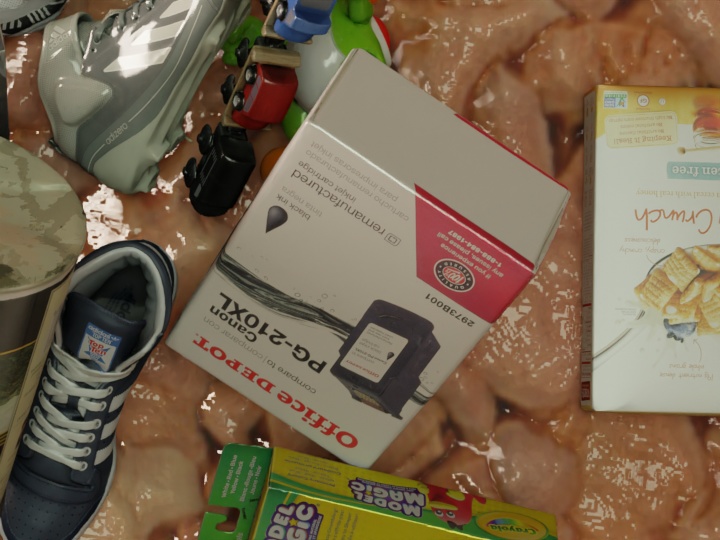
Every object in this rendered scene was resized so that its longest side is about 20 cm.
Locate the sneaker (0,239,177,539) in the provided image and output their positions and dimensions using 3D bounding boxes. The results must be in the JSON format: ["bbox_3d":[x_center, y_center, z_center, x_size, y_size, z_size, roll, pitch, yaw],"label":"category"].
[{"bbox_3d":[-0.161,0.072,1.055,0.070,0.108,0.201,22,84,-4],"label":"sneaker"}]

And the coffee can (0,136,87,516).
[{"bbox_3d":[-0.241,0.040,0.984,0.146,0.147,0.201,20,122,-4],"label":"coffee can"}]

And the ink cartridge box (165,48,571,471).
[{"bbox_3d":[0.000,0.000,1.030,0.144,0.200,0.084,33,42,-4],"label":"ink cartridge box"}]

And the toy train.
[{"bbox_3d":[-0.056,-0.106,1.047,0.034,0.200,0.046,8,43,-25],"label":"toy train"}]

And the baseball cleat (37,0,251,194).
[{"bbox_3d":[-0.125,-0.139,1.061,0.106,0.070,0.201,31,113,2],"label":"baseball cleat"}]

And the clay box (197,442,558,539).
[{"bbox_3d":[0.004,0.175,1.072,0.199,0.048,0.115,13,118,-6],"label":"clay box"}]

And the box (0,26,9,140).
[{"bbox_3d":[-0.294,-0.067,1.012,0.199,0.158,0.050,-10,52,-15],"label":"box"}]

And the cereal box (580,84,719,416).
[{"bbox_3d":[0.209,-0.011,1.135,0.143,0.040,0.201,1,86,-6],"label":"cereal box"}]

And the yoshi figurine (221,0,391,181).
[{"bbox_3d":[-0.030,-0.152,1.088,0.112,0.112,0.201,0,83,0],"label":"yoshi figurine"}]

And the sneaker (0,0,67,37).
[{"bbox_3d":[-0.170,-0.201,1.065,0.199,0.115,0.075,-17,77,-8],"label":"sneaker"}]
